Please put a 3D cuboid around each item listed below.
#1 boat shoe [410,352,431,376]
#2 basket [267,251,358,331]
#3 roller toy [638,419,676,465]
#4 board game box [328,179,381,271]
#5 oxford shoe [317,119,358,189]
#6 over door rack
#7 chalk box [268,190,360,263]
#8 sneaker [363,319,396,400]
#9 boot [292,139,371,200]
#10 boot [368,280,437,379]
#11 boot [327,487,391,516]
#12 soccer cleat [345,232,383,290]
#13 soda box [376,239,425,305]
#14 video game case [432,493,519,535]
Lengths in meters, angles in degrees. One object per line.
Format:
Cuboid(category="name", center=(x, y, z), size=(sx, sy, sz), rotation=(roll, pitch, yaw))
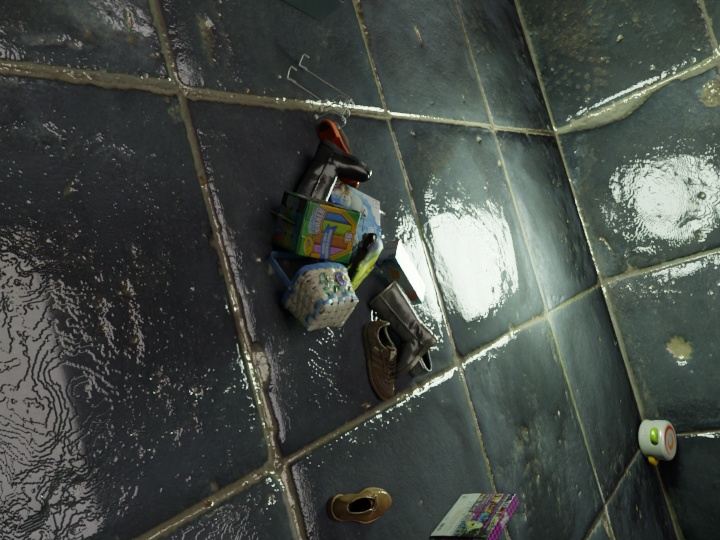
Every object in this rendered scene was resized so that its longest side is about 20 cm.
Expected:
Cuboid(category="boat shoe", center=(0.160, 0.191, 1.618), size=(0.069, 0.070, 0.208), rotation=(-2, 77, -49))
Cuboid(category="basket", center=(-0.106, 0.032, 1.331), size=(0.174, 0.141, 0.201), rotation=(-5, 45, -50))
Cuboid(category="roller toy", center=(1.471, 0.843, 2.857), size=(0.180, 0.138, 0.206), rotation=(-31, 102, -40))
Cuboid(category="board game box", center=(-0.022, -0.121, 1.549), size=(0.196, 0.043, 0.207), rotation=(20, 61, -45))
Cuboid(category="oxford shoe", center=(-0.045, -0.323, 1.583), size=(0.072, 0.070, 0.206), rotation=(-28, 96, -54))
Cuboid(category="over door rack", center=(-0.111, -0.476, 1.550), size=(0.199, 0.066, 0.149), rotation=(41, 30, -16))
Cuboid(category="chalk box", center=(-0.119, -0.102, 1.324), size=(0.195, 0.124, 0.128), rotation=(8, 101, -38))
Cuboid(category="sneaker", center=(0.060, 0.230, 1.481), size=(0.069, 0.074, 0.207), rotation=(-8, 81, -50))
Cuboid(category="boot", center=(-0.075, -0.208, 1.453), size=(0.161, 0.066, 0.204), rotation=(28, 62, -8))
Cuboid(category="boot", center=(0.092, 0.159, 1.542), size=(0.182, 0.072, 0.201), rotation=(-44, 98, -14))
Cuboid(category="boot", center=(0.018, 0.538, 1.313), size=(0.197, 0.074, 0.076), rotation=(16, 62, -47))
Cuboid(category="soccer cleat", center=(0.001, 0.000, 1.474), size=(0.204, 0.064, 0.084), rotation=(-60, 138, -15))
Cuboid(category="soda box", center=(0.116, 0.011, 1.611), size=(0.202, 0.062, 0.070), rotation=(56, 36, -37))
Cuboid(category="video game case", center=(0.303, 0.659, 1.518), size=(0.198, 0.178, 0.037), rotation=(-24, 92, -51))
